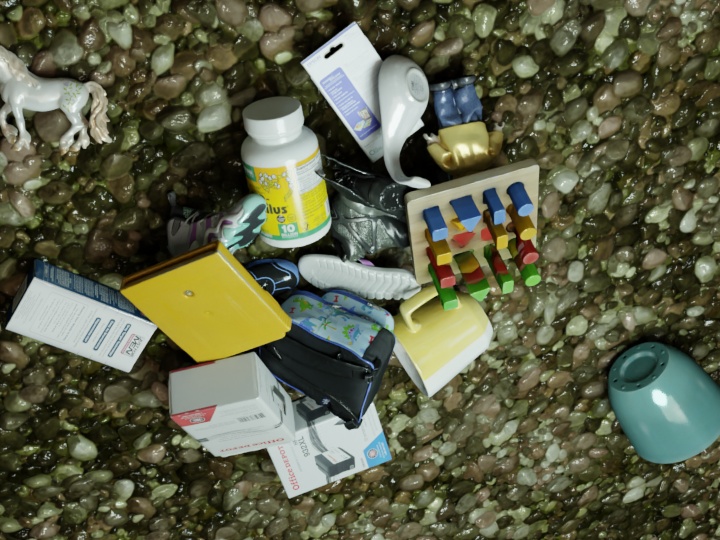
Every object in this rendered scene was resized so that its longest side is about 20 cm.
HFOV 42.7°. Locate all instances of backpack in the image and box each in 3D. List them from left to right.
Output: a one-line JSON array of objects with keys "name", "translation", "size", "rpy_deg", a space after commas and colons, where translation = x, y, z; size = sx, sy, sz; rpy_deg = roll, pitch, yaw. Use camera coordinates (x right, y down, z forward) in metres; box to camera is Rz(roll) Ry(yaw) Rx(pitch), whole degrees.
[{"name": "backpack", "translation": [-0.052, 0.123, 1.477], "size": [0.200, 0.147, 0.183], "rpy_deg": [25, 136, 11]}]

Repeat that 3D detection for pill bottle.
[{"name": "pill bottle", "translation": [-0.111, -0.143, 1.336], "size": [0.113, 0.113, 0.200], "rpy_deg": [-14, 124, -9]}]

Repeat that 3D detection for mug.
[{"name": "mug", "translation": [0.138, 0.108, 1.537], "size": [0.153, 0.187, 0.150], "rpy_deg": [-31, 81, -7]}]

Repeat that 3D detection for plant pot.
[{"name": "plant pot", "translation": [0.559, 0.231, 1.725], "size": [0.201, 0.201, 0.161], "rpy_deg": [-38, 112, 7]}]

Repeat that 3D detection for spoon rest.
[{"name": "spoon rest", "translation": [0.061, -0.212, 1.318], "size": [0.061, 0.200, 0.099], "rpy_deg": [-14, 162, 41]}]

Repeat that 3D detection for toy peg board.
[{"name": "toy peg board", "translation": [0.181, -0.041, 1.368], "size": [0.200, 0.098, 0.199], "rpy_deg": [-17, 142, -4]}]

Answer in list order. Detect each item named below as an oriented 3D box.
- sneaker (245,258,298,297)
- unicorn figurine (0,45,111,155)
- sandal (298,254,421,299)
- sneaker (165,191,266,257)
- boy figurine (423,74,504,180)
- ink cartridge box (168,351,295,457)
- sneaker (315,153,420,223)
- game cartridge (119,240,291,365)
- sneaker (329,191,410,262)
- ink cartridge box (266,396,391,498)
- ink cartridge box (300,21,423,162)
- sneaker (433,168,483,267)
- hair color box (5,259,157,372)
[{"name": "sneaker", "translation": [-0.189, 0.036, 1.440], "size": [0.200, 0.078, 0.070], "rpy_deg": [-11, 122, -10]}, {"name": "unicorn figurine", "translation": [-0.433, -0.226, 1.220], "size": [0.200, 0.074, 0.138], "rpy_deg": [-4, 112, -31]}, {"name": "sandal", "translation": [-0.002, 0.005, 1.497], "size": [0.202, 0.050, 0.083], "rpy_deg": [13, 137, -7]}, {"name": "sneaker", "translation": [-0.229, -0.073, 1.342], "size": [0.200, 0.140, 0.078], "rpy_deg": [-49, 164, 31]}, {"name": "boy figurine", "translation": [0.160, -0.191, 1.383], "size": [0.124, 0.064, 0.200], "rpy_deg": [-17, 104, -8]}, {"name": "ink cartridge box", "translation": [-0.203, 0.220, 1.485], "size": [0.147, 0.083, 0.200], "rpy_deg": [-13, 149, 7]}, {"name": "sneaker", "translation": [0.025, -0.119, 1.360], "size": [0.200, 0.104, 0.060], "rpy_deg": [14, 100, -60]}, {"name": "game cartridge", "translation": [-0.222, 0.052, 1.354], "size": [0.176, 0.032, 0.200], "rpy_deg": [-19, 134, 21]}, {"name": "sneaker", "translation": [0.033, -0.056, 1.458], "size": [0.199, 0.076, 0.114], "rpy_deg": [20, 114, -23]}, {"name": "ink cartridge box", "translation": [-0.063, 0.296, 1.631], "size": [0.200, 0.084, 0.145], "rpy_deg": [-20, 124, -5]}, {"name": "ink cartridge box", "translation": [0.002, -0.261, 1.344], "size": [0.099, 0.039, 0.200], "rpy_deg": [-35, 125, 4]}, {"name": "sneaker", "translation": [0.158, -0.082, 1.485], "size": [0.079, 0.075, 0.200], "rpy_deg": [-9, 113, -9]}, {"name": "hair color box", "translation": [-0.421, 0.070, 1.400], "size": [0.200, 0.061, 0.100], "rpy_deg": [26, 110, -28]}]
